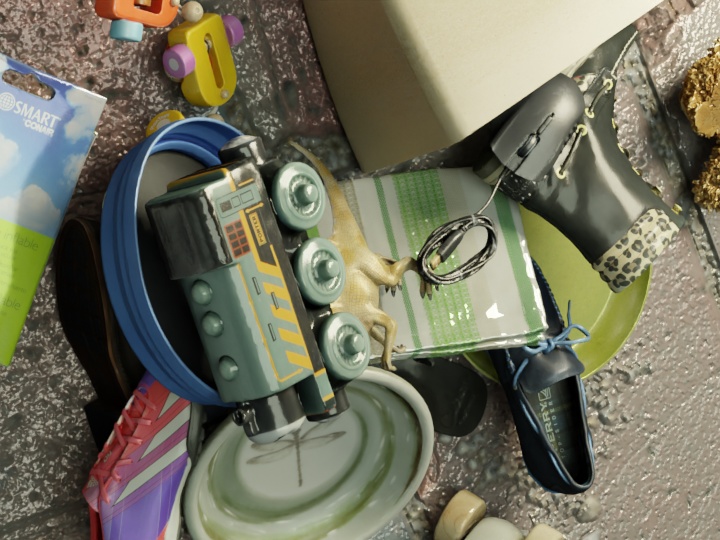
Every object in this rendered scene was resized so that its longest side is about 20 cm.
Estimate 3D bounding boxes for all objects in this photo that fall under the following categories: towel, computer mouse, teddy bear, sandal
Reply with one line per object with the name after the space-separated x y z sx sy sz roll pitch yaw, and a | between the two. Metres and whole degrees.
0.030 -0.001 1.550 0.199 0.031 0.150 -7 67 -13 | towel
0.104 -0.069 1.495 0.059 0.034 0.200 37 67 -9 | computer mouse
0.329 -0.111 1.717 0.199 0.067 0.146 16 99 -33 | teddy bear
0.022 0.078 1.592 0.199 0.045 0.076 20 88 -27 | sandal

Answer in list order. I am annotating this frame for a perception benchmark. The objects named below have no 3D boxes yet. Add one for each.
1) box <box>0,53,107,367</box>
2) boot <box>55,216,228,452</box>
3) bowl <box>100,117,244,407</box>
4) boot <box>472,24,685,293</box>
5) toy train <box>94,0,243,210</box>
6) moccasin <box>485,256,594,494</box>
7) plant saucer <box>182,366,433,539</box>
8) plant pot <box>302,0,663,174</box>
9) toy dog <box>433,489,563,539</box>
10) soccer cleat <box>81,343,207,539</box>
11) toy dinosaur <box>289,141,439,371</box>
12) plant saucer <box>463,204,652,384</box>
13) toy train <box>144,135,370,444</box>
-0.267 -0.048 1.431 0.121 0.048 0.201 22 87 -28 | box
-0.157 0.044 1.493 0.097 0.075 0.201 -23 116 -32 | boot
-0.105 -0.003 1.415 0.200 0.039 0.202 29 54 -50 | bowl
0.192 -0.092 1.599 0.154 0.073 0.204 44 56 -4 | boot
-0.152 -0.128 1.457 0.150 0.055 0.201 -1 96 -52 | toy train
0.149 0.077 1.605 0.080 0.068 0.201 -25 103 -18 | moccasin
-0.044 0.139 1.540 0.199 0.050 0.201 -15 132 -17 | plant saucer
0.063 -0.206 1.504 0.200 0.200 0.178 -35 98 -18 | plant pot
0.074 0.268 1.619 0.200 0.132 0.097 -35 149 -14 | toy dog
-0.155 0.135 1.441 0.073 0.068 0.201 9 97 -18 | soccer cleat
0.000 0.000 1.472 0.101 0.058 0.201 15 63 -38 | toy dinosaur
0.142 -0.005 1.649 0.199 0.031 0.201 -3 98 -25 | plant saucer
-0.067 0.014 1.362 0.114 0.085 0.201 -26 102 -46 | toy train
